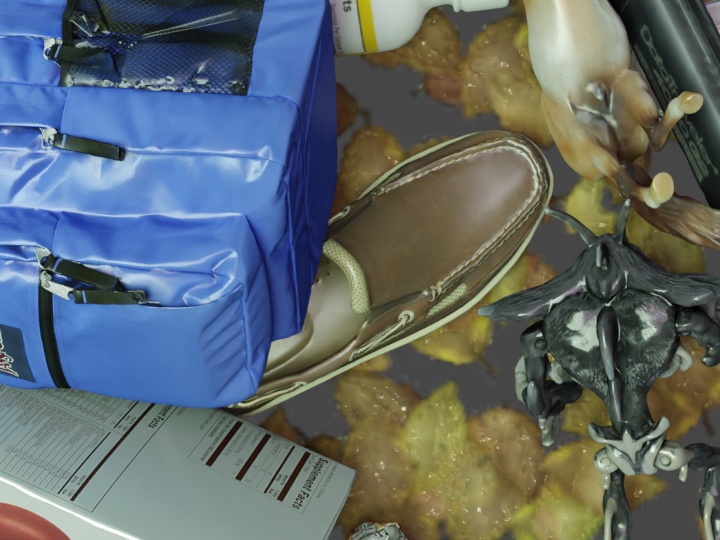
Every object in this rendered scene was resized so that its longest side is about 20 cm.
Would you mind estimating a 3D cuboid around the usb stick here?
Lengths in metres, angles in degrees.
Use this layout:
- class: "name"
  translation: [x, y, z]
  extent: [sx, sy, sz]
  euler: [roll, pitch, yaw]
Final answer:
- class: "usb stick"
  translation: [0.149, -0.083, 0.863]
  extent: [0.033, 0.055, 0.200]
  euler: [-19, 75, -14]

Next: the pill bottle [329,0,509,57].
- class: "pill bottle"
  translation: [-0.036, -0.151, 0.887]
  extent: [0.200, 0.112, 0.113]
  euler: [-6, 87, 2]

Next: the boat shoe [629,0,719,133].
- class: "boat shoe"
  translation: [0.220, -0.093, 0.889]
  extent: [0.200, 0.070, 0.071]
  euler: [4, 87, 7]

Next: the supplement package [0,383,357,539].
- class: "supplement package"
  translation: [-0.137, 0.150, 0.837]
  extent: [0.200, 0.147, 0.191]
  euler: [23, 109, 4]

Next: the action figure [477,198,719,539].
- class: "action figure"
  translation: [0.122, 0.053, 0.872]
  extent: [0.119, 0.102, 0.200]
  euler: [-7, 109, 14]

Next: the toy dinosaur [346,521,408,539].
- class: "toy dinosaur"
  translation: [0.033, 0.204, 0.852]
  extent: [0.102, 0.136, 0.200]
  euler: [-11, 45, 17]

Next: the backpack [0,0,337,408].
- class: "backpack"
  translation: [-0.120, -0.040, 0.793]
  extent: [0.200, 0.163, 0.168]
  euler: [9, 54, 6]

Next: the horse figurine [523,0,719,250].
- class: "horse figurine"
  translation: [0.103, -0.095, 0.842]
  extent: [0.050, 0.133, 0.200]
  euler: [-22, 98, -9]

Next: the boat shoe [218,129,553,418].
- class: "boat shoe"
  translation: [0.004, 0.005, 0.896]
  extent: [0.202, 0.075, 0.075]
  euler: [-37, 86, 1]
